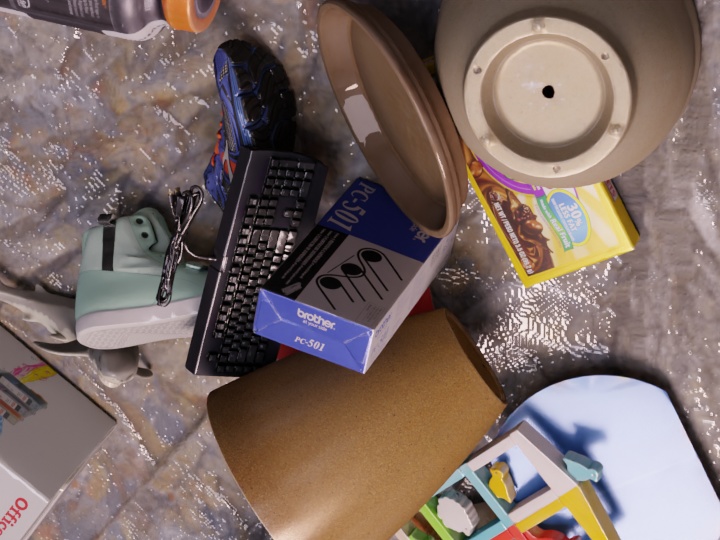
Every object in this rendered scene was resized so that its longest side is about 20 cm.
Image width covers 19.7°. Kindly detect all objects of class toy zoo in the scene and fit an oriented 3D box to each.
[{"bbox_3d":[0.125,0.207,1.706,0.200,0.020,0.131,-36,93,36],"label":"toy zoo"}]

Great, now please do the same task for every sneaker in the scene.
[{"bbox_3d":[-0.096,-0.091,1.686,0.078,0.075,0.201,3,116,25],"label":"sneaker"},{"bbox_3d":[-0.142,-0.005,1.743,0.200,0.119,0.074,-5,156,-1],"label":"sneaker"}]

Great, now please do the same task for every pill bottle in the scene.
[{"bbox_3d":[-0.209,-0.241,1.633,0.199,0.106,0.107,14,121,16],"label":"pill bottle"}]

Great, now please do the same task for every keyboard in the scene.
[{"bbox_3d":[-0.104,-0.006,1.657,0.127,0.021,0.201,6,112,-23],"label":"keyboard"}]

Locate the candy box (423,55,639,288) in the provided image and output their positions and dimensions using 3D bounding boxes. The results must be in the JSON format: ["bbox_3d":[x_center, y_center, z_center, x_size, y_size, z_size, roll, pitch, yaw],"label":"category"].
[{"bbox_3d":[0.130,-0.090,1.616,0.102,0.026,0.200,-21,106,26],"label":"candy box"}]

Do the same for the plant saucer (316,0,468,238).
[{"bbox_3d":[0.027,-0.119,1.576,0.029,0.200,0.200,-27,108,-13],"label":"plant saucer"}]

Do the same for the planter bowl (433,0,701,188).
[{"bbox_3d":[0.142,-0.143,1.497,0.200,0.135,0.201,5,114,11],"label":"planter bowl"}]

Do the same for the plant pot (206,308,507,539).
[{"bbox_3d":[0.010,0.122,1.660,0.200,0.186,0.187,-34,101,9],"label":"plant pot"}]

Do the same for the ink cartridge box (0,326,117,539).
[{"bbox_3d":[-0.355,0.153,1.881,0.200,0.145,0.145,41,124,-1],"label":"ink cartridge box"}]

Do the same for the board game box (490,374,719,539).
[{"bbox_3d":[0.206,0.173,1.713,0.158,0.039,0.200,-24,102,17],"label":"board game box"}]

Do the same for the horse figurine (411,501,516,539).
[{"bbox_3d":[0.110,0.239,1.784,0.199,0.050,0.133,-5,115,26],"label":"horse figurine"}]

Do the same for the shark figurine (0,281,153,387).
[{"bbox_3d":[-0.249,0.030,1.829,0.214,0.128,0.090,28,99,28],"label":"shark figurine"}]

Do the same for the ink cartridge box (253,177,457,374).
[{"bbox_3d":[0.000,0.000,1.614,0.094,0.200,0.044,20,123,12],"label":"ink cartridge box"}]

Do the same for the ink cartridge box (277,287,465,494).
[{"bbox_3d":[-0.004,0.095,1.759,0.160,0.050,0.200,-2,117,24],"label":"ink cartridge box"}]
